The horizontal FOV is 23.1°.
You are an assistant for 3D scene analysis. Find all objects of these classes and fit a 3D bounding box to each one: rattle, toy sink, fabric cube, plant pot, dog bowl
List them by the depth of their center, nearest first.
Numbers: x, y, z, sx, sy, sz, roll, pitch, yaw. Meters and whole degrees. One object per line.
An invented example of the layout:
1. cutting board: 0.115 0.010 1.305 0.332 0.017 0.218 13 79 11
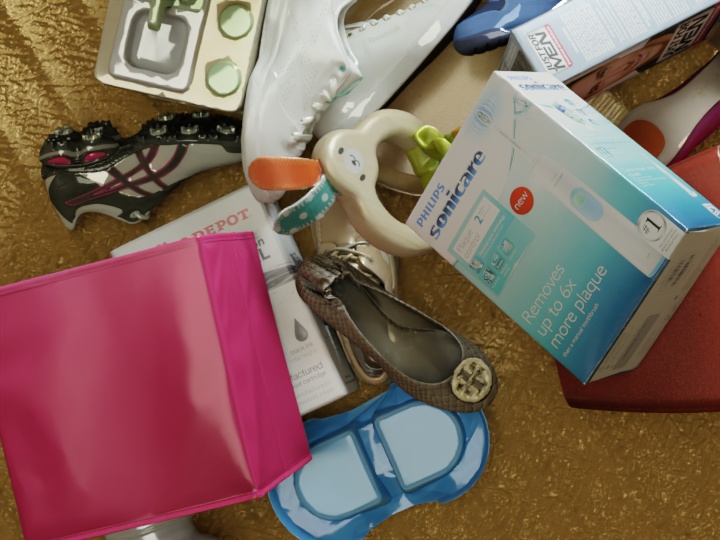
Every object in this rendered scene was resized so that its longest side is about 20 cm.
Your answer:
1. fabric cube: -0.168 0.089 1.395 0.195 0.200 0.201 -15 90 10
2. rattle: 0.032 -0.080 1.413 0.142 0.199 0.131 4 85 49
3. plant pot: 0.248 0.022 1.433 0.175 0.200 0.201 -16 86 21
4. toy sink: -0.142 -0.194 1.479 0.129 0.200 0.113 12 90 7
5. dog bowl: 0.018 0.163 1.525 0.199 0.050 0.112 -25 85 7
6. plant pot: 0.063 -0.164 1.537 0.198 0.027 0.202 0 89 7

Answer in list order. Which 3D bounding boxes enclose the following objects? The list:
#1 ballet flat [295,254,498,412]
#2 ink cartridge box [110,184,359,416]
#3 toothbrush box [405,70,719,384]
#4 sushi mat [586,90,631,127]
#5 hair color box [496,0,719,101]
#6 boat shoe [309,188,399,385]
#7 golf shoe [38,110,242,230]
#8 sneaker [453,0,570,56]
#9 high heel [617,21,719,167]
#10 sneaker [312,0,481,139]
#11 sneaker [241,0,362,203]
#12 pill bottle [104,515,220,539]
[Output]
1. ballet flat: 0.032 0.051 1.468 0.200 0.046 0.068 37 75 -4
2. ink cartridge box: -0.109 0.042 1.527 0.145 0.083 0.201 -25 87 8
3. toothbrush box: 0.155 -0.037 1.334 0.200 0.085 0.147 44 118 26
4. sushi mat: 0.156 -0.072 1.515 0.096 0.012 0.200 38 94 -14
5. hair color box: 0.215 -0.198 1.451 0.199 0.099 0.061 -27 78 -11
6. boat shoe: 0.000 0.000 1.522 0.071 0.065 0.201 -16 86 7
7. golf shoe: -0.182 -0.091 1.556 0.198 0.077 0.089 -5 108 10
8. sneaker: 0.153 -0.250 1.460 0.199 0.074 0.082 -35 93 -1
9. high heel: 0.289 -0.128 1.494 0.200 0.096 0.068 -49 55 21
10. sneaker: 0.020 -0.196 1.493 0.200 0.073 0.085 -44 86 6
11. sneaker: -0.043 -0.151 1.453 0.088 0.075 0.201 11 94 10
12. pill bottle: -0.154 0.296 1.514 0.111 0.112 0.201 -19 86 7
